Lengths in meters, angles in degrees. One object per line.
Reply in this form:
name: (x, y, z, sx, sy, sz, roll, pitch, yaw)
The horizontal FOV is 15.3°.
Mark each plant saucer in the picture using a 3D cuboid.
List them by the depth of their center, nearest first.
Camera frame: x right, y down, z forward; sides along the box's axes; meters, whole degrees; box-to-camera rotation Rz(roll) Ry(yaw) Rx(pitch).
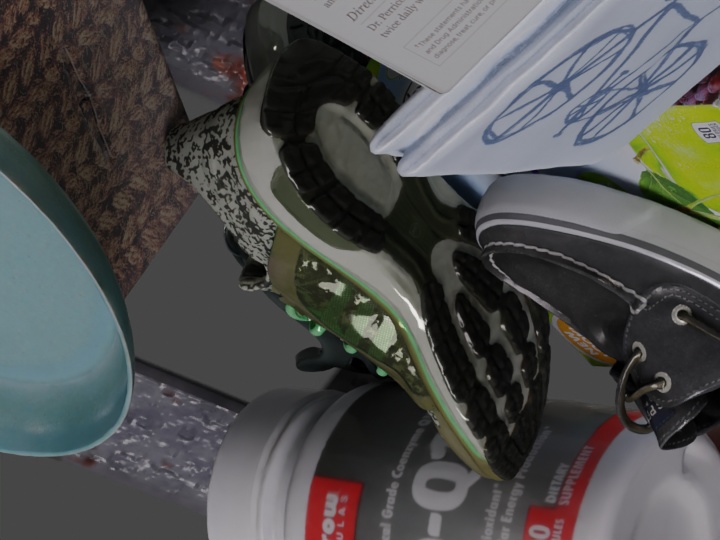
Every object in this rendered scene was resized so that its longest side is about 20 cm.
plant saucer: (-0.158, -0.013, 0.912, 0.199, 0.027, 0.201, 23, 147, 16)

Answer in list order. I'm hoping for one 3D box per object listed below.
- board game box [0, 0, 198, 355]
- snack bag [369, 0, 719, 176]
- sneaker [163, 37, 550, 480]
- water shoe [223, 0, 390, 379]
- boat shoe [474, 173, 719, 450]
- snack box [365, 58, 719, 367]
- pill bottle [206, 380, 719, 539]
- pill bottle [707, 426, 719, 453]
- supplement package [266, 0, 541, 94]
board game box: (-0.179, -0.074, 0.964, 0.199, 0.097, 0.160, 13, 142, 28)
snack bag: (0.106, -0.094, 0.743, 0.200, 0.188, 0.021, -41, 79, 19)
sneaker: (0.000, 0.000, 0.985, 0.088, 0.077, 0.200, -6, 130, 42)
water shoe: (-0.023, -0.023, 1.055, 0.078, 0.072, 0.201, -6, 135, 20)
boat shoe: (0.122, 0.034, 0.914, 0.199, 0.067, 0.070, 27, 159, 8)
snack box: (0.116, -0.031, 0.964, 0.169, 0.068, 0.199, 43, 158, -30)
pill bottle: (0.041, 0.105, 1.091, 0.199, 0.114, 0.114, 5, 142, 36)
pill bottle: (0.164, 0.120, 1.142, 0.199, 0.113, 0.112, -21, 130, 28)
supplement package: (-0.015, -0.177, 0.631, 0.199, 0.151, 0.152, 26, 136, -22)
